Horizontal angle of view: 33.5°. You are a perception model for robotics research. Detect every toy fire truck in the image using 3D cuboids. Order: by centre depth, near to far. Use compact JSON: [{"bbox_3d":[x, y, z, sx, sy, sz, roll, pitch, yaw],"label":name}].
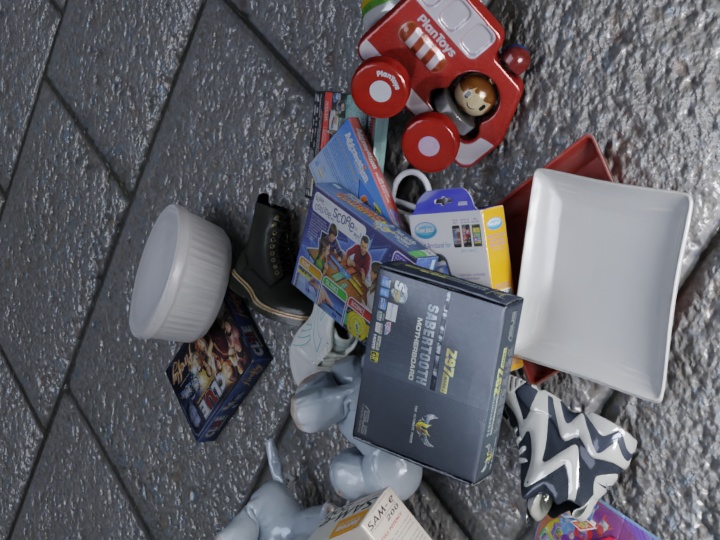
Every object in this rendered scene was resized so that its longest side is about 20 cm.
[{"bbox_3d":[0.096,-0.218,1.327,0.200,0.112,0.167,45,121,-12],"label":"toy fire truck"}]

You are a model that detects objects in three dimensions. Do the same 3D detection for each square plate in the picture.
[{"bbox_3d":[0.241,0.010,1.201,0.197,0.028,0.203,17,103,48],"label":"square plate"}]

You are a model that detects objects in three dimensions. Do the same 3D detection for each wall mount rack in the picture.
[{"bbox_3d":[0.049,-0.029,1.448,0.173,0.074,0.203,23,108,43],"label":"wall mount rack"}]

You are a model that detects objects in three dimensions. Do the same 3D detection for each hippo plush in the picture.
[{"bbox_3d":[0.025,0.192,1.450,0.198,0.159,0.163,-14,103,26],"label":"hippo plush"},{"bbox_3d":[-0.078,0.360,1.564,0.159,0.201,0.160,7,137,31],"label":"hippo plush"}]

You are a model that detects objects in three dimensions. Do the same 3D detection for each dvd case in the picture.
[{"bbox_3d":[-0.019,-0.151,1.520,0.200,0.022,0.148,-158,72,-65],"label":"dvd case"}]

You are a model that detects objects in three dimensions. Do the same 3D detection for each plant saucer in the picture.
[{"bbox_3d":[0.222,-0.008,1.271,0.199,0.036,0.202,-39,61,42],"label":"plant saucer"}]

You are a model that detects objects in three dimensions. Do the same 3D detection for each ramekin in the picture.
[{"bbox_3d":[-0.259,0.012,1.743,0.203,0.093,0.205,-48,33,46],"label":"ramekin"}]

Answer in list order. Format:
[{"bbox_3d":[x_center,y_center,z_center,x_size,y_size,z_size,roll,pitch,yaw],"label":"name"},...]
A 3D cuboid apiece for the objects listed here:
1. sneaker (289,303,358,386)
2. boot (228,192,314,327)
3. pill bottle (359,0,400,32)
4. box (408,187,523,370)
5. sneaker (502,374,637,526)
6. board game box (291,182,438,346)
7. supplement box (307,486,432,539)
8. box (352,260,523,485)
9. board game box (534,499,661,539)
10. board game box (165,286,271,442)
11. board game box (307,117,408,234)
[{"bbox_3d":[-0.041,0.088,1.529,0.081,0.069,0.202,-117,37,-51],"label":"sneaker"},{"bbox_3d":[-0.106,-0.014,1.626,0.199,0.077,0.140,27,106,44],"label":"boot"},{"bbox_3d":[0.044,-0.385,1.413,0.110,0.110,0.203,-18,77,47],"label":"pill bottle"},{"bbox_3d":[0.114,0.009,1.321,0.118,0.041,0.203,-1,97,50],"label":"box"},{"bbox_3d":[0.182,0.196,1.261,0.198,0.079,0.131,23,80,37],"label":"sneaker"},{"bbox_3d":[0.000,0.000,1.393,0.200,0.034,0.137,39,123,41],"label":"board game box"},{"bbox_3d":[0.041,0.363,1.391,0.126,0.074,0.201,-32,99,44],"label":"supplement box"},{"bbox_3d":[0.080,0.106,1.271,0.156,0.051,0.203,17,107,29],"label":"box"},{"bbox_3d":[0.242,0.328,1.248,0.199,0.039,0.160,31,113,45],"label":"board game box"},{"bbox_3d":[-0.214,0.141,1.777,0.201,0.034,0.136,-54,53,35],"label":"board game box"},{"bbox_3d":[0.001,-0.070,1.429,0.103,0.019,0.202,-44,60,45],"label":"board game box"}]
